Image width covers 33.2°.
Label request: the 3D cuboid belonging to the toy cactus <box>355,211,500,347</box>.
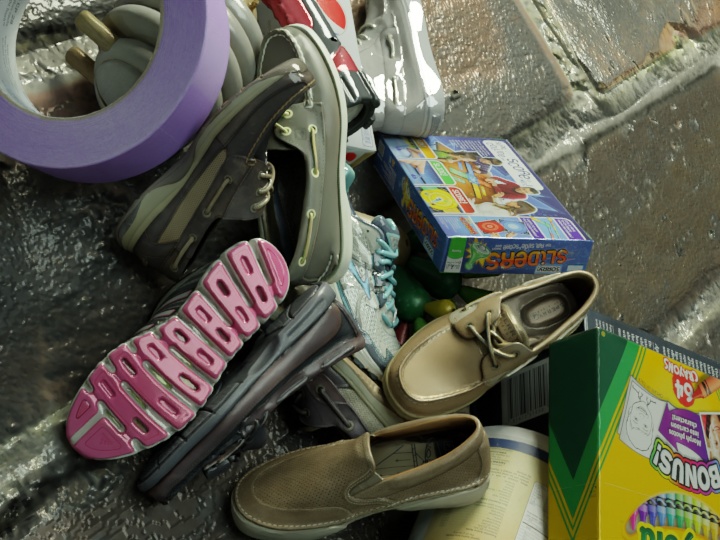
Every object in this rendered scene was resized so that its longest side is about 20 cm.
[{"bbox_3d":[0.052,0.000,1.071,0.163,0.103,0.202,28,54,-4],"label":"toy cactus"}]

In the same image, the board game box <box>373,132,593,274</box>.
[{"bbox_3d":[0.102,-0.062,1.062,0.133,0.035,0.201,1,30,-17],"label":"board game box"}]

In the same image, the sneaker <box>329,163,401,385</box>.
[{"bbox_3d":[0.000,0.000,0.983,0.202,0.086,0.078,61,4,8],"label":"sneaker"}]

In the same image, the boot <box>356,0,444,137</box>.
[{"bbox_3d":[0.011,-0.211,1.138,0.094,0.074,0.202,-1,52,-19],"label":"boot"}]

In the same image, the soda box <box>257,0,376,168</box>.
[{"bbox_3d":[-0.043,-0.185,1.078,0.063,0.068,0.203,7,64,-38],"label":"soda box"}]

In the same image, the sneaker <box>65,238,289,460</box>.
[{"bbox_3d":[-0.134,0.060,0.878,0.074,0.087,0.200,45,70,-8],"label":"sneaker"}]

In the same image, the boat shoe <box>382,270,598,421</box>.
[{"bbox_3d":[0.104,0.051,0.956,0.198,0.065,0.072,-29,80,-26],"label":"boat shoe"}]

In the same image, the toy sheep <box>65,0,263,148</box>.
[{"bbox_3d":[-0.149,-0.163,0.939,0.138,0.137,0.201,46,61,-13],"label":"toy sheep"}]

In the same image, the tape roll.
[{"bbox_3d":[-0.195,-0.167,0.850,0.066,0.198,0.203,37,31,-81],"label":"tape roll"}]

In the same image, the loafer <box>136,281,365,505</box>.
[{"bbox_3d":[-0.073,0.098,0.870,0.063,0.072,0.200,46,74,-11],"label":"loafer"}]

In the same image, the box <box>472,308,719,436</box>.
[{"bbox_3d":[0.221,0.131,1.096,0.198,0.148,0.109,21,57,-32],"label":"box"}]

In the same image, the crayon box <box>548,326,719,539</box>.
[{"bbox_3d":[0.233,0.159,0.950,0.198,0.058,0.175,21,61,-34],"label":"crayon box"}]

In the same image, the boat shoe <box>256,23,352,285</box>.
[{"bbox_3d":[-0.051,-0.090,0.923,0.060,0.071,0.205,-4,87,-52],"label":"boat shoe"}]

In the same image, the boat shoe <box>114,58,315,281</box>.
[{"bbox_3d":[-0.095,-0.071,0.886,0.073,0.200,0.075,44,24,-6],"label":"boat shoe"}]

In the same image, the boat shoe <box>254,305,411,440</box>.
[{"bbox_3d":[-0.025,0.101,0.954,0.200,0.072,0.065,42,81,-12],"label":"boat shoe"}]

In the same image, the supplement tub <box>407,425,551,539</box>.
[{"bbox_3d":[0.101,0.239,0.941,0.144,0.144,0.201,43,48,-15],"label":"supplement tub"}]

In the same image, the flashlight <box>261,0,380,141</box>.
[{"bbox_3d":[-0.057,-0.199,1.001,0.202,0.068,0.068,59,11,17],"label":"flashlight"}]

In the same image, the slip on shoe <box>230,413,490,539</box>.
[{"bbox_3d":[0.001,0.148,0.893,0.196,0.061,0.077,-6,43,-3],"label":"slip on shoe"}]
